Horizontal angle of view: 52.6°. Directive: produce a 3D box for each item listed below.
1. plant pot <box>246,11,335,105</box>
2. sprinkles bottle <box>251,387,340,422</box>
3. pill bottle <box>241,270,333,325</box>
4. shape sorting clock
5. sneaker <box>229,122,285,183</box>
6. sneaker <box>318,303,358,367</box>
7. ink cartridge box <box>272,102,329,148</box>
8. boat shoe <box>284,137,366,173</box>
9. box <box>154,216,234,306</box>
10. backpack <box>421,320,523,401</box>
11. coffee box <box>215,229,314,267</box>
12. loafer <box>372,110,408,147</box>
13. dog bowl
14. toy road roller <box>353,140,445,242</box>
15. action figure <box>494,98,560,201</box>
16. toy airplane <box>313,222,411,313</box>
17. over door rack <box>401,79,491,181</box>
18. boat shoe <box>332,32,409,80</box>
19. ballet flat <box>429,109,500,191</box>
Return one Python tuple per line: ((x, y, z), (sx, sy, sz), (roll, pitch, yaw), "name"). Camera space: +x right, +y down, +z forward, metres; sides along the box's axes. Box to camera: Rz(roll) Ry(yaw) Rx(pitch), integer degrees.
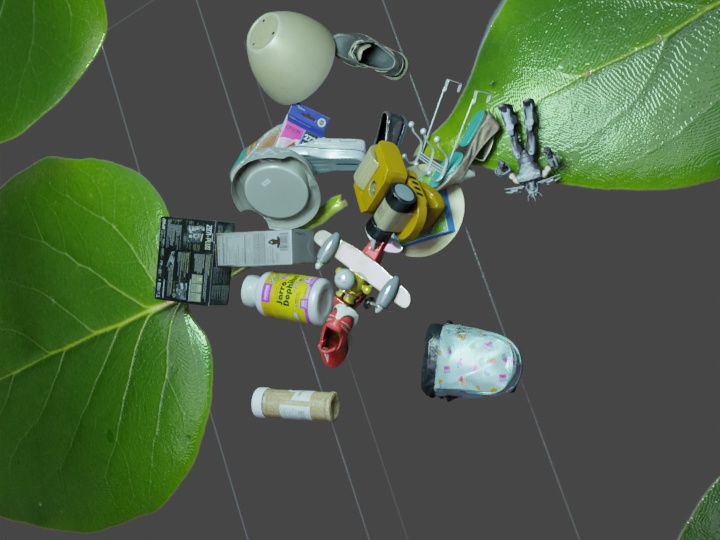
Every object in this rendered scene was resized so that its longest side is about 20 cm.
((-0.174, -0.488, 1.607), (0.198, 0.134, 0.203), (-14, 64, 31), "plant pot")
((-0.146, 0.303, 1.647), (0.197, 0.068, 0.069), (-1, 89, 22), "sprinkles bottle")
((-0.166, 0.058, 1.641), (0.197, 0.104, 0.106), (7, 92, 23), "pill bottle")
((0.128, -0.127, 1.556), (0.198, 0.039, 0.203), (-6, 79, 28), "shape sorting clock")
((-0.230, -0.276, 1.692), (0.200, 0.072, 0.080), (-41, 31, -2), "sneaker")
((-0.064, 0.152, 1.564), (0.076, 0.085, 0.201), (28, 141, 13), "sneaker")
((-0.150, -0.271, 1.654), (0.094, 0.037, 0.202), (23, 97, -18), "ink cartridge box")
((-0.082, -0.261, 1.624), (0.197, 0.074, 0.068), (5, 60, 1), "boat shoe")
((-0.398, -0.023, 1.749), (0.162, 0.086, 0.203), (5, 91, 23), "box")
((0.225, 0.191, 1.463), (0.197, 0.126, 0.170), (5, 87, 19), "backpack")
((-0.217, -0.050, 1.660), (0.197, 0.114, 0.081), (-2, 90, 24), "coffee box")
((0.039, -0.247, 1.576), (0.072, 0.063, 0.202), (24, 96, 46), "loafer")
((-0.183, -0.184, 1.609), (0.198, 0.201, 0.059), (-20, 39, 21), "dog bowl")
((0.081, -0.153, 1.485), (0.123, 0.144, 0.202), (-54, 42, 41), "toy road roller")
((0.328, -0.236, 1.461), (0.128, 0.069, 0.203), (-12, 87, 17), "action figure")
((0.000, 0.000, 1.532), (0.198, 0.141, 0.202), (-11, 95, 33), "toy airplane")
((0.163, -0.297, 1.492), (0.202, 0.066, 0.148), (-60, 29, 12), "over door rack")
((0.013, -0.479, 1.594), (0.198, 0.073, 0.075), (24, 98, 21), "boat shoe")
((0.221, -0.232, 1.498), (0.067, 0.068, 0.201), (33, 96, -25), "ballet flat")
